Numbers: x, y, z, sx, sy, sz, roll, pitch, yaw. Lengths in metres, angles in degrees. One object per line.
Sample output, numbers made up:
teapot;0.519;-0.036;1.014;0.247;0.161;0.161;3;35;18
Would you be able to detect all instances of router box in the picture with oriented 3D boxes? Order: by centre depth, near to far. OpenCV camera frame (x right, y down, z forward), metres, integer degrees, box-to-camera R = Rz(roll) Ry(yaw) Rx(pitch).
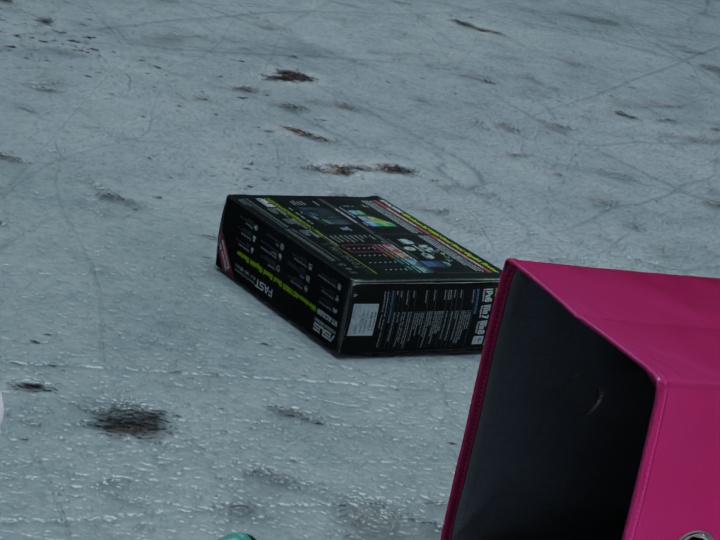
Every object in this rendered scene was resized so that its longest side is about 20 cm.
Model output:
router box;0.000;0.000;1.763;0.150;0.062;0.200;-1;21;-33

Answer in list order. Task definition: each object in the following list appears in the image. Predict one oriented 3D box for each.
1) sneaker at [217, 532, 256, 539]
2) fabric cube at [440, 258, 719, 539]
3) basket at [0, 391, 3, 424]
sneaker;-0.089;0.182;1.134;0.088;0.074;0.200;-25;-6;9
fabric cube;0.186;0.121;1.284;0.199;0.196;0.200;6;17;-23
basket;-0.252;0.149;0.923;0.200;0.198;0.161;8;22;-14
